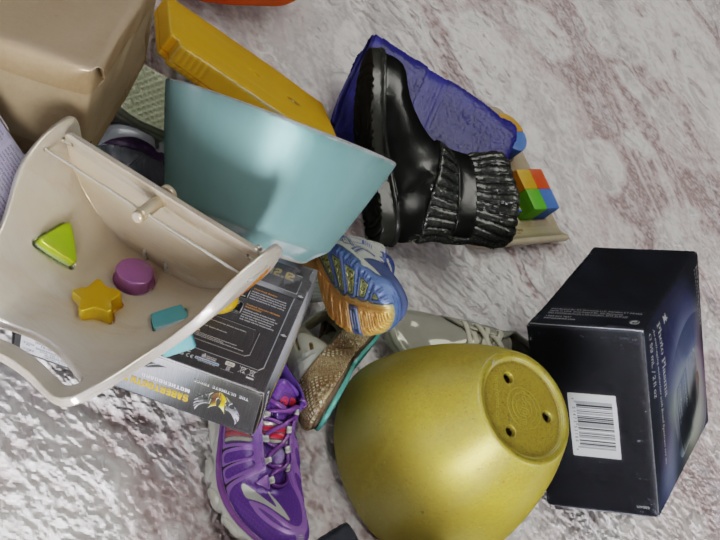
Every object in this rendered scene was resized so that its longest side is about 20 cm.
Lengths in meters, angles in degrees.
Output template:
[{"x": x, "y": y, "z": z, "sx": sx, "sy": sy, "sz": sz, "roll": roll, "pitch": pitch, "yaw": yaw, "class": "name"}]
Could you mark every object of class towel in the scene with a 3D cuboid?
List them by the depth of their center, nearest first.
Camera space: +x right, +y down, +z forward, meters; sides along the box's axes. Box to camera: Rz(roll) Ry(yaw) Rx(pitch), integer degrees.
[{"x": 0.064, "y": -0.144, "z": 1.500, "sx": 0.199, "sy": 0.050, "sz": 0.148, "roll": 30, "pitch": 65, "yaw": -14, "class": "towel"}]

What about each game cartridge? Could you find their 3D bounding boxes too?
[{"x": -0.111, "y": -0.179, "z": 1.345, "sx": 0.199, "sy": 0.033, "sz": 0.177, "roll": 32, "pitch": 15, "yaw": -20, "class": "game cartridge"}]

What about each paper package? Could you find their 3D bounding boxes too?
[{"x": -0.281, "y": -0.196, "z": 1.117, "sx": 0.199, "sy": 0.104, "sz": 0.191, "roll": 17, "pitch": 41, "yaw": -1, "class": "paper package"}]

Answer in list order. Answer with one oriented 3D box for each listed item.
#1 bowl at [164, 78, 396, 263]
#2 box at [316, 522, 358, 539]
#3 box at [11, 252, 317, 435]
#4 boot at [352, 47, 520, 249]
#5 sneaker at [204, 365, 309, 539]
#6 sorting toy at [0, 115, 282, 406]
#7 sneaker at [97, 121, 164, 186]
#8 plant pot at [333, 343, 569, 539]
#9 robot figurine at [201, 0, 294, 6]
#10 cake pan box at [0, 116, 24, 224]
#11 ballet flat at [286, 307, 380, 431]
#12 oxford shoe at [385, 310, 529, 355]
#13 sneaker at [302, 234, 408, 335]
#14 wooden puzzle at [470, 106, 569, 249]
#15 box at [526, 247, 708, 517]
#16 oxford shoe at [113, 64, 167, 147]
[{"x": -0.081, "y": -0.073, "z": 1.137, "sx": 0.200, "sy": 0.106, "sz": 0.201, "roll": 20, "pitch": 3, "yaw": -1, "class": "bowl"}, {"x": -0.055, "y": 0.292, "z": 0.975, "sx": 0.200, "sy": 0.104, "sz": 0.149, "roll": -19, "pitch": 72, "yaw": -52, "class": "box"}, {"x": -0.149, "y": 0.029, "z": 1.094, "sx": 0.199, "sy": 0.049, "sz": 0.159, "roll": 20, "pitch": 39, "yaw": 1, "class": "box"}, {"x": 0.077, "y": -0.124, "z": 1.423, "sx": 0.157, "sy": 0.079, "sz": 0.213, "roll": -5, "pitch": 91, "yaw": -16, "class": "boot"}, {"x": -0.078, "y": 0.131, "z": 1.112, "sx": 0.080, "sy": 0.083, "sz": 0.201, "roll": 11, "pitch": 51, "yaw": -40, "class": "sneaker"}, {"x": -0.190, "y": 0.013, "z": 0.990, "sx": 0.199, "sy": 0.107, "sz": 0.180, "roll": 31, "pitch": 49, "yaw": 16, "class": "sorting toy"}, {"x": -0.155, "y": -0.053, "z": 1.221, "sx": 0.199, "sy": 0.074, "sz": 0.088, "roll": 19, "pitch": 58, "yaw": -22, "class": "sneaker"}, {"x": 0.097, "y": 0.143, "z": 1.209, "sx": 0.199, "sy": 0.142, "sz": 0.201, "roll": 19, "pitch": 56, "yaw": -30, "class": "plant pot"}, {"x": -0.122, "y": -0.335, "z": 1.449, "sx": 0.199, "sy": 0.117, "sz": 0.144, "roll": -10, "pitch": 66, "yaw": -50, "class": "robot figurine"}, {"x": -0.326, "y": -0.064, "z": 0.978, "sx": 0.201, "sy": 0.052, "sz": 0.184, "roll": 58, "pitch": 45, "yaw": -23, "class": "cake pan box"}, {"x": -0.034, "y": 0.077, "z": 1.214, "sx": 0.065, "sy": 0.071, "sz": 0.200, "roll": 37, "pitch": 20, "yaw": 0, "class": "ballet flat"}, {"x": 0.109, "y": 0.076, "z": 1.368, "sx": 0.199, "sy": 0.058, "sz": 0.076, "roll": 21, "pitch": 47, "yaw": -31, "class": "oxford shoe"}, {"x": 0.000, "y": 0.000, "z": 1.223, "sx": 0.088, "sy": 0.200, "sz": 0.076, "roll": -11, "pitch": 109, "yaw": -26, "class": "sneaker"}, {"x": 0.152, "y": -0.119, "z": 1.607, "sx": 0.185, "sy": 0.046, "sz": 0.201, "roll": -6, "pitch": 63, "yaw": -48, "class": "wooden puzzle"}, {"x": 0.264, "y": 0.104, "z": 1.389, "sx": 0.198, "sy": 0.122, "sz": 0.201, "roll": -41, "pitch": 128, "yaw": -54, "class": "box"}, {"x": -0.161, "y": -0.125, "z": 1.274, "sx": 0.200, "sy": 0.058, "sz": 0.076, "roll": 33, "pitch": 66, "yaw": -32, "class": "oxford shoe"}]
